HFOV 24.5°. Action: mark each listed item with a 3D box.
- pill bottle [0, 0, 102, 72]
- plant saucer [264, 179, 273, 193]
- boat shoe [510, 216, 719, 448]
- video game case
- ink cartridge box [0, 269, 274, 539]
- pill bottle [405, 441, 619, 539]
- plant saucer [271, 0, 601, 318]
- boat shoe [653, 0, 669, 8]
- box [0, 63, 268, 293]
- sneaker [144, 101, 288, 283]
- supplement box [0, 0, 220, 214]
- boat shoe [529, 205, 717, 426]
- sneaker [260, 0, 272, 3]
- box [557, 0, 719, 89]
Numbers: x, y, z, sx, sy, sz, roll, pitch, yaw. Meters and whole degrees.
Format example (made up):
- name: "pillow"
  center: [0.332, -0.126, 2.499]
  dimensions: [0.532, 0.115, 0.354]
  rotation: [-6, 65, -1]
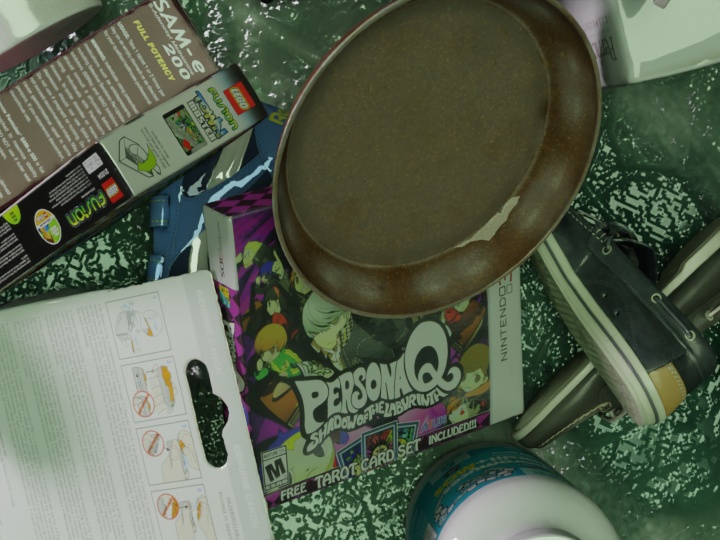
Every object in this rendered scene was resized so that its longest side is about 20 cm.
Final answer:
- name: "pill bottle"
  center: [-0.238, -0.220, 0.964]
  dimensions: [0.109, 0.110, 0.201]
  rotation: [-30, 95, -3]
- name: "plant saucer"
  center: [0.000, 0.000, 0.998]
  dimensions: [0.199, 0.037, 0.202]
  rotation: [-13, 113, -32]
- name: "boat shoe"
  center: [0.181, 0.050, 1.038]
  dimensions: [0.200, 0.067, 0.057]
  rotation: [-44, 91, -5]
- name: "video game case"
  center: [0.008, 0.027, 0.969]
  dimensions: [0.199, 0.036, 0.183]
  rotation: [-16, 114, -30]
- name: "ink cartridge box"
  center: [-0.143, 0.088, 0.973]
  dimensions: [0.199, 0.050, 0.164]
  rotation: [-11, 94, 26]
- name: "pill bottle"
  center: [0.090, 0.168, 0.967]
  dimensions: [0.110, 0.200, 0.112]
  rotation: [0, 93, -6]
- name: "plant saucer"
  center: [0.038, -0.068, 0.890]
  dimensions: [0.199, 0.035, 0.202]
  rotation: [-15, 127, -21]
- name: "boat shoe"
  center: [0.151, -0.232, 0.819]
  dimensions: [0.061, 0.075, 0.202]
  rotation: [12, 91, -5]
- name: "box"
  center: [-0.148, -0.043, 0.924]
  dimensions: [0.110, 0.200, 0.035]
  rotation: [-36, 96, -42]
- name: "sneaker"
  center: [-0.099, -0.017, 1.009]
  dimensions: [0.082, 0.074, 0.201]
  rotation: [32, 84, -2]
- name: "supplement box"
  center: [-0.179, -0.085, 0.977]
  dimensions: [0.199, 0.109, 0.061]
  rotation: [-33, 94, -2]
- name: "boat shoe"
  center: [0.145, 0.004, 0.990]
  dimensions: [0.062, 0.075, 0.201]
  rotation: [-29, 52, -2]
- name: "sneaker"
  center: [-0.024, -0.197, 1.012]
  dimensions: [0.198, 0.072, 0.073]
  rotation: [5, 119, -9]
- name: "box"
  center: [0.205, -0.209, 0.960]
  dimensions: [0.198, 0.199, 0.173]
  rotation: [-17, 94, -2]
